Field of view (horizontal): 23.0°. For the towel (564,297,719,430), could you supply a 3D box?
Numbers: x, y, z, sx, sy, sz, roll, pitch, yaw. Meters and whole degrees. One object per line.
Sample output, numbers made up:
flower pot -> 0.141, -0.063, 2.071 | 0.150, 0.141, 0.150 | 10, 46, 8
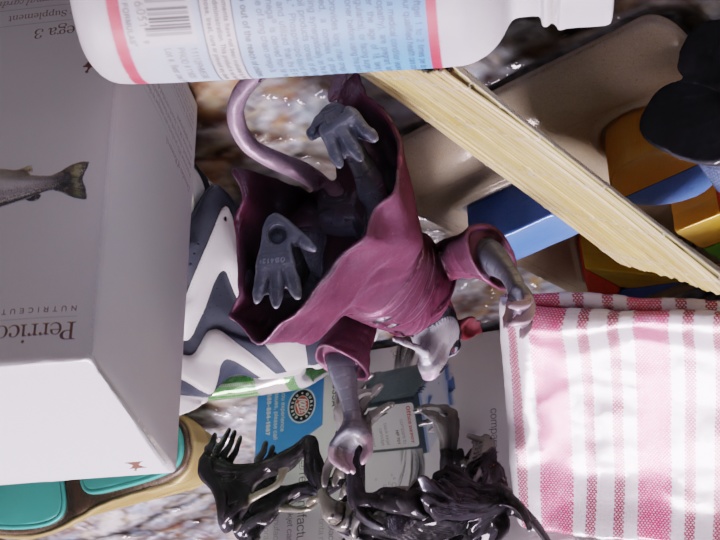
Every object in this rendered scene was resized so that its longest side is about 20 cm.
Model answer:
towel -> 0.218, 0.072, 1.028 | 0.191, 0.032, 0.200 | -33, 144, 5

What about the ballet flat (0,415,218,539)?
ballet flat -> -0.183, 0.143, 1.194 | 0.200, 0.069, 0.063 | -12, 161, 23

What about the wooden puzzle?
wooden puzzle -> 0.137, -0.034, 0.901 | 0.185, 0.046, 0.200 | -24, 142, 36

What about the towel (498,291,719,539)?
towel -> 0.168, 0.082, 0.909 | 0.200, 0.030, 0.147 | 3, 119, 20

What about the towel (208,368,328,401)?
towel -> -0.113, 0.058, 1.013 | 0.200, 0.023, 0.153 | -5, -176, 11

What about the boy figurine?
boy figurine -> 0.216, -0.042, 0.829 | 0.064, 0.124, 0.200 | 24, 174, 47

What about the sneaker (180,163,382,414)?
sneaker -> -0.061, -0.014, 0.909 | 0.199, 0.079, 0.130 | -18, 114, -28

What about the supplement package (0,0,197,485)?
supplement package -> -0.145, -0.019, 0.777 | 0.117, 0.200, 0.117 | -5, 149, 9

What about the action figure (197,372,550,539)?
action figure -> 0.013, 0.110, 0.971 | 0.200, 0.102, 0.119 | -1, 158, 28

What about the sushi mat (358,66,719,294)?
sushi mat -> 0.081, -0.045, 0.790 | 0.200, 0.012, 0.096 | 33, 175, -31

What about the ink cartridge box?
ink cartridge box -> 0.042, 0.123, 1.071 | 0.200, 0.147, 0.086 | -11, 148, 19

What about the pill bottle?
pill bottle -> -0.006, -0.129, 0.678 | 0.200, 0.109, 0.109 | -2, 150, 5

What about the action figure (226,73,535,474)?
action figure -> 0.000, 0.000, 0.866 | 0.134, 0.149, 0.200 | -34, 154, 10
